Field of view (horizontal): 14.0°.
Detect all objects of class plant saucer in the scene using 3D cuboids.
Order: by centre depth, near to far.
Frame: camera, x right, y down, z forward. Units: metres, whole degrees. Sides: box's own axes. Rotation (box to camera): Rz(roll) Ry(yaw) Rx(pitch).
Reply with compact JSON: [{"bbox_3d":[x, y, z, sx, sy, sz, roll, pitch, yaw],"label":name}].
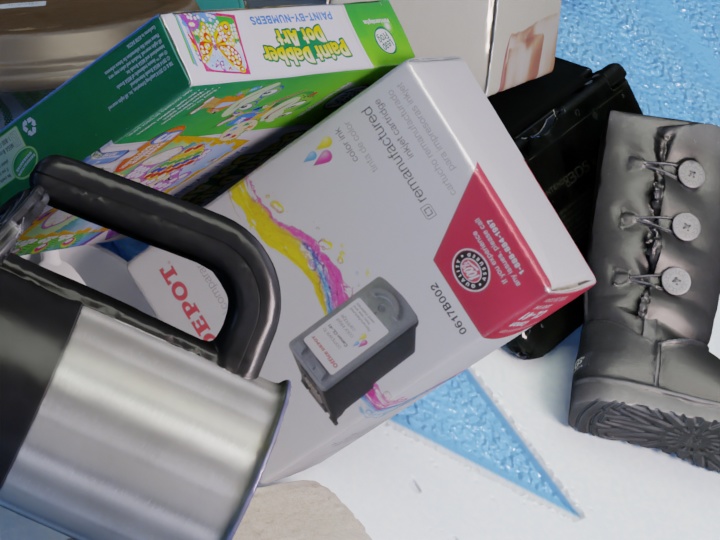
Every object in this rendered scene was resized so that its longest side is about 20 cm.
[{"bbox_3d":[-0.171,-0.124,1.554,0.200,0.030,0.200,-4,14,1],"label":"plant saucer"}]

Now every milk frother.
[{"bbox_3d":[-0.128,0.053,1.357,0.188,0.181,0.200,24,15,-7],"label":"milk frother"}]

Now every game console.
[{"bbox_3d":[0.083,-0.051,1.807,0.200,0.116,0.176,-37,105,-45],"label":"game console"}]

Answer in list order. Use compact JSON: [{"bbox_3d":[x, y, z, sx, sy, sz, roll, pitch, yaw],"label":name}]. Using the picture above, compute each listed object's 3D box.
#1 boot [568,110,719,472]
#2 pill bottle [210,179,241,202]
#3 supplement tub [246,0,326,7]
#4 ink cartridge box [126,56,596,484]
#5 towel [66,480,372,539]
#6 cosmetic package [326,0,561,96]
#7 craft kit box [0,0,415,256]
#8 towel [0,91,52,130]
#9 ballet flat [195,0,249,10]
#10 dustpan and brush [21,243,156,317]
[{"bbox_3d":[0.209,0.013,1.751,0.165,0.066,0.200,17,59,-15],"label":"boot"},{"bbox_3d":[-0.017,-0.032,1.661,0.200,0.114,0.114,40,43,8],"label":"pill bottle"},{"bbox_3d":[-0.035,-0.227,1.816,0.132,0.132,0.200,29,42,-3],"label":"supplement tub"},{"bbox_3d":[0.000,0.000,1.551,0.148,0.200,0.086,58,20,7],"label":"ink cartridge box"},{"bbox_3d":[-0.050,0.168,1.485,0.200,0.035,0.133,-6,44,-48],"label":"towel"},{"bbox_3d":[0.052,-0.154,1.730,0.103,0.087,0.200,7,9,15],"label":"cosmetic package"},{"bbox_3d":[-0.102,-0.071,1.511,0.197,0.200,0.049,-16,77,-55],"label":"craft kit box"},{"bbox_3d":[-0.221,-0.118,1.643,0.200,0.031,0.149,-5,29,-33],"label":"towel"},{"bbox_3d":[-0.136,-0.170,1.729,0.068,0.075,0.200,-32,59,-32],"label":"ballet flat"},{"bbox_3d":[-0.165,0.007,1.577,0.139,0.057,0.200,-2,43,-35],"label":"dustpan and brush"}]
